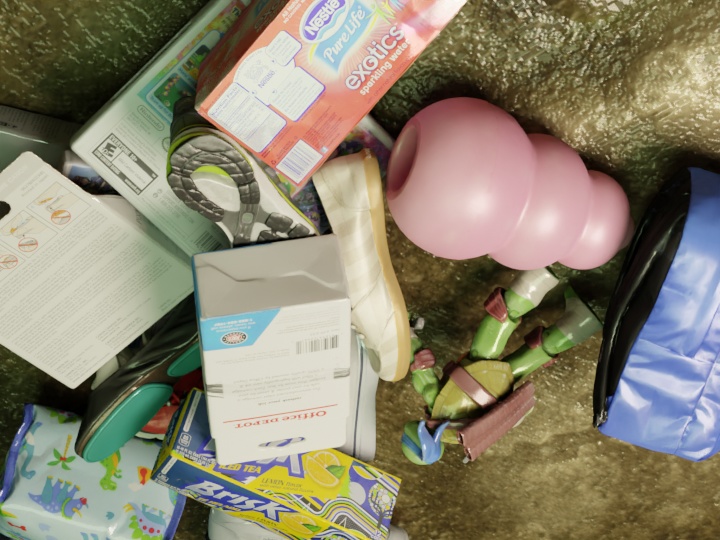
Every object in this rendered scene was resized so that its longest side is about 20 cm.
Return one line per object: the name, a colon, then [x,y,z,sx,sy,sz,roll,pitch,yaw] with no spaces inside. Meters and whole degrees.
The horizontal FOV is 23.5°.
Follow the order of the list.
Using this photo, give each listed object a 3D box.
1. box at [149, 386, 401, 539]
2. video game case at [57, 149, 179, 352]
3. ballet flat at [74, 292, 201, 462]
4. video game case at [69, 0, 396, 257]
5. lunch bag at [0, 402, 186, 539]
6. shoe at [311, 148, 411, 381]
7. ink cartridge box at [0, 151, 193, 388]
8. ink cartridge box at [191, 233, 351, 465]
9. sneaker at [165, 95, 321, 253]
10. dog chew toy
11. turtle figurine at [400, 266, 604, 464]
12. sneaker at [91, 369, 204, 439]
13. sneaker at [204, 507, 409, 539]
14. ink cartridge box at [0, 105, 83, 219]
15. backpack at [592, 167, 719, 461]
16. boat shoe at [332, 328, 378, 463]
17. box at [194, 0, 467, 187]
box: [-0.071,0.176,1.461,0.199,0.070,0.064,25,146,-11]
video game case: [-0.177,-0.009,1.438,0.181,0.022,0.201,5,130,-21]
ballet flat: [-0.174,0.076,1.455,0.200,0.069,0.068,-41,155,11]
video game case: [-0.094,-0.096,1.355,0.182,0.024,0.200,-43,115,8]
lunch bag: [-0.253,0.220,1.602,0.169,0.128,0.200,19,158,-6]
shoe: [0.000,0.000,1.377,0.053,0.070,0.201,-14,115,-9]
ink cartridge box: [-0.245,-0.008,1.374,0.161,0.050,0.200,-37,127,18]
ink cartridge box: [-0.069,0.066,1.359,0.115,0.067,0.201,-8,142,-8]
sneaker: [-0.084,-0.060,1.321,0.073,0.081,0.200,-21,137,12]
dog chew toy: [0.122,-0.057,1.344,0.199,0.125,0.125,16,129,-17]
turtle figurine: [0.098,0.068,1.472,0.194,0.200,0.144,-44,85,8]
sneaker: [-0.136,0.116,1.521,0.199,0.078,0.085,16,164,-18]
sneaker: [-0.054,0.233,1.618,0.198,0.075,0.115,3,132,8]
ink cartridge box: [-0.246,-0.034,1.450,0.199,0.043,0.197,14,128,-3]
backpack: [0.281,0.027,1.361,0.167,0.163,0.201,13,115,-1]
boat shoe: [-0.024,0.084,1.471,0.066,0.074,0.201,-11,114,-18]
box: [-0.021,-0.176,1.252,0.102,0.095,0.200,35,112,-20]
